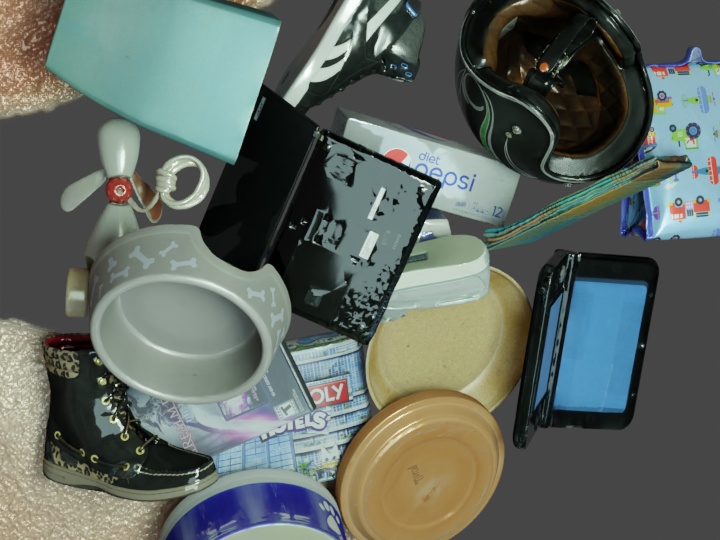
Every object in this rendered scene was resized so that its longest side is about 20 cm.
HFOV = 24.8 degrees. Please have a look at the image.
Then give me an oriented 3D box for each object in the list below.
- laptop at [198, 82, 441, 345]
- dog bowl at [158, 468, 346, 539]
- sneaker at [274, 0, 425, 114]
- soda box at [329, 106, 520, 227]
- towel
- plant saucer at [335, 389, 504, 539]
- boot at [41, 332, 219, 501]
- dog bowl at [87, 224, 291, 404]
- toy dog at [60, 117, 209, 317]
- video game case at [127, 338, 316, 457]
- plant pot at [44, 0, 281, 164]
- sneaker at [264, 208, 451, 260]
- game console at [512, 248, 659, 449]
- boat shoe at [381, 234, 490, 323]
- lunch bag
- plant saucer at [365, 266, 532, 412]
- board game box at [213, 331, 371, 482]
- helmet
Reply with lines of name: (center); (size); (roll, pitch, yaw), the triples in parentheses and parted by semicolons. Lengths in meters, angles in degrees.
laptop: (-0.046, -0.056, 1.600); (0.198, 0.103, 0.179); (23, 104, -4)
dog bowl: (-0.110, 0.305, 1.714); (0.198, 0.079, 0.202); (-9, 130, -10)
sneaker: (-0.005, -0.200, 1.653); (0.111, 0.073, 0.201); (33, 93, -17)
soda box: (0.063, -0.108, 1.698); (0.198, 0.063, 0.069); (14, 103, -16)
towel: (0.231, -0.072, 1.666); (0.199, 0.146, 0.022); (-26, 84, 23)
plant saucer: (0.068, 0.223, 1.770); (0.198, 0.032, 0.202); (-12, 120, -21)
boot: (-0.239, 0.146, 1.647); (0.198, 0.073, 0.152); (5, 107, 27)
dog bowl: (-0.166, 0.049, 1.554); (0.197, 0.059, 0.201); (4, 135, 4)
toy dog: (-0.242, -0.042, 1.642); (0.131, 0.096, 0.202); (24, 85, -10)
video game case: (-0.161, 0.116, 1.670); (0.198, 0.019, 0.144); (-25, 94, 16)
plant pot: (-0.195, -0.210, 1.578); (0.198, 0.141, 0.143); (19, 99, -10)
sneaker: (-0.001, 0.000, 1.709); (0.197, 0.081, 0.116); (-12, 110, -3)
game console: (0.245, 0.088, 1.768); (0.115, 0.176, 0.202); (10, 102, 13)
boat shoe: (0.034, 0.019, 1.638); (0.198, 0.070, 0.072); (-9, 125, 7)
lunch bag: (0.359, -0.139, 1.757); (0.149, 0.094, 0.203); (-4, 96, -10)
plant saucer: (0.091, 0.078, 1.749); (0.198, 0.035, 0.202); (-10, 117, -20)
board game box: (-0.085, 0.132, 1.725); (0.198, 0.062, 0.202); (-11, 107, -10)
helmet: (0.192, -0.184, 1.642); (0.199, 0.200, 0.191); (-37, 147, -2)
